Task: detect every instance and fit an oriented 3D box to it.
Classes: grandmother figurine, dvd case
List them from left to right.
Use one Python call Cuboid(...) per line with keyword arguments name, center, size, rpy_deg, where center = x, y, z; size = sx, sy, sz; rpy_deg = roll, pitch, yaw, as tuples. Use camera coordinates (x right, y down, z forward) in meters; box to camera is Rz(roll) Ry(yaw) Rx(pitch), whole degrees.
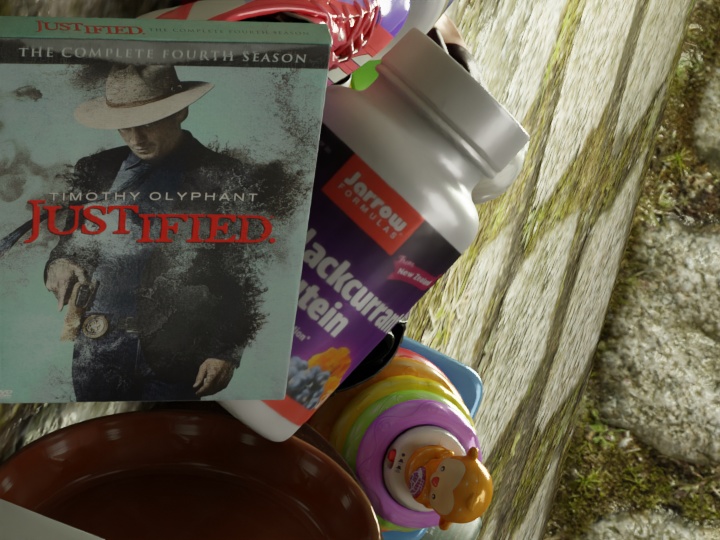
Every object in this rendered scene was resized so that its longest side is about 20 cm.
Cuboid(name="dvd case", center=(-0.095, -0.022, 0.957), size=(0.022, 0.146, 0.200), rpy_deg=(-105, -160, -52))
Cuboid(name="grandmother figurine", center=(0.051, -0.119, 1.311), size=(0.061, 0.200, 0.121), rpy_deg=(-34, 140, 17))

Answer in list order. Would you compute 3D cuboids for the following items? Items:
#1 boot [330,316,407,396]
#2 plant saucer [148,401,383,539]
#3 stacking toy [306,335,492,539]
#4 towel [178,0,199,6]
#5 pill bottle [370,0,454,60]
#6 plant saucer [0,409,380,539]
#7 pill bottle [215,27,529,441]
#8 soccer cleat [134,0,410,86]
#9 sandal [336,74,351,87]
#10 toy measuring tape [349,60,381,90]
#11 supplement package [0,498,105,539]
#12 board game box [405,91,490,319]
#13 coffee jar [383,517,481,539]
Cuboid(name="boot", center=(0.000, 0.000, 1.224), size=(0.200, 0.138, 0.078), rpy_deg=(-37, 136, -31))
Cuboid(name="plant saucer", center=(-0.080, 0.166, 1.159), size=(0.037, 0.200, 0.201), rpy_deg=(-10, 119, -61))
Cuboid(name="stacking toy", center=(0.027, 0.103, 1.167), size=(0.116, 0.110, 0.200), rpy_deg=(-67, -164, 1))
Cuboid(name="towel", center=(-0.100, -0.069, 1.113), size=(0.200, 0.022, 0.145), rpy_deg=(-60, 161, -44))
Cuboid(name="pill bottle", center=(0.028, -0.210, 1.236), size=(0.200, 0.111, 0.111), rpy_deg=(-54, 159, -52))
Cuboid(name="plant saucer", center=(-0.090, 0.137, 1.047), size=(0.200, 0.200, 0.032), rpy_deg=(-52, 152, -55))
Cuboid(name="pill bottle", center=(-0.012, -0.021, 1.085), size=(0.200, 0.111, 0.111), rpy_deg=(-47, 167, 2))
Cuboid(name="soccer cleat", center=(-0.029, -0.115, 1.062), size=(0.200, 0.073, 0.068), rpy_deg=(-23, 109, -46))
Cuboid(name="sandal", center=(-0.036, -0.113, 1.147), size=(0.079, 0.059, 0.207), rpy_deg=(-52, 153, -55))
Cuboid(name="toy measuring tape", center=(-0.017, -0.078, 1.319), size=(0.074, 0.073, 0.200), rpy_deg=(-52, 157, -54))
Cuboid(name="supplement package", center=(-0.192, 0.202, 0.917), size=(0.117, 0.117, 0.200), rpy_deg=(-49, 156, -57))
Cuboid(name="board game box", center=(0.008, -0.002, 1.435), size=(0.200, 0.043, 0.199), rpy_deg=(123, -11, -56))
Cuboid(name="coffee jar", center=(-0.032, 0.136, 1.305), size=(0.085, 0.200, 0.104), rpy_deg=(-51, -177, 43))
